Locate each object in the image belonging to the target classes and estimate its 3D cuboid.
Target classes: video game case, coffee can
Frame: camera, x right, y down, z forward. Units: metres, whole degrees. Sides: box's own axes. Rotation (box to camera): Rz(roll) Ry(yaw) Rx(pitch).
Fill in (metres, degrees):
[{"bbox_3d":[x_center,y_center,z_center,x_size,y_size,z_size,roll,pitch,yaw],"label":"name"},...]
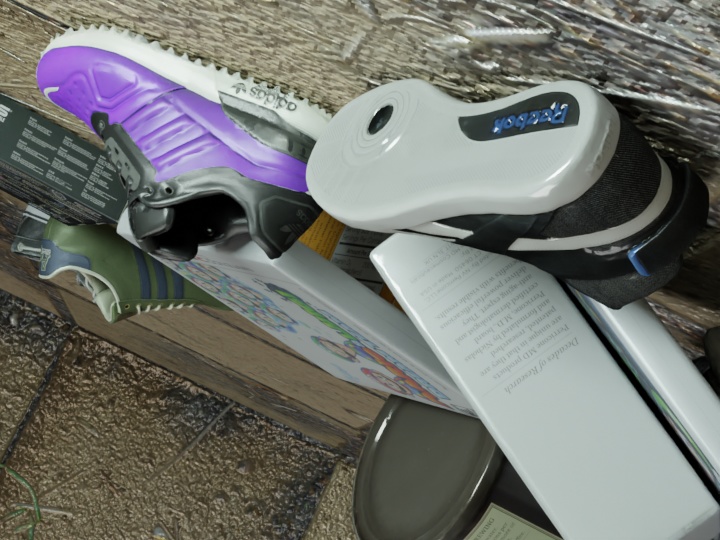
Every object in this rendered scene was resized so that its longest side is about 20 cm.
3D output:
[{"bbox_3d":[-0.027,0.026,1.077,0.200,0.024,0.182,35,166,-33],"label":"video game case"},{"bbox_3d":[0.143,0.053,0.880,0.201,0.023,0.182,56,-179,21],"label":"video game case"},{"bbox_3d":[0.115,0.155,1.168,0.199,0.147,0.146,29,169,-27],"label":"coffee can"}]

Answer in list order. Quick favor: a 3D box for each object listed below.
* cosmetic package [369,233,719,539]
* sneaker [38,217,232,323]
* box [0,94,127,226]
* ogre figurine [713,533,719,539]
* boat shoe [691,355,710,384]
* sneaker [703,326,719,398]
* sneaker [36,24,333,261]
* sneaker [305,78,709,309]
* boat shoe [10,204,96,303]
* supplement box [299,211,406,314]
[{"bbox_3d":[0.093,0.062,0.904,0.201,0.071,0.101,56,-179,17],"label":"cosmetic package"},{"bbox_3d":[-0.195,0.008,1.585,0.199,0.090,0.067,30,168,-29],"label":"sneaker"},{"bbox_3d":[-0.278,-0.098,1.373,0.199,0.044,0.160,29,170,-20],"label":"box"},{"bbox_3d":[0.266,0.169,0.963,0.120,0.098,0.200,35,180,-36],"label":"ogre figurine"},{"bbox_3d":[0.263,0.108,1.010,0.199,0.071,0.091,27,175,6],"label":"boat shoe"},{"bbox_3d":[0.228,0.064,0.861,0.200,0.099,0.078,-114,2,-72],"label":"sneaker"},{"bbox_3d":[-0.105,-0.060,0.961,0.199,0.100,0.070,20,167,27],"label":"sneaker"},{"bbox_3d":[0.065,-0.025,0.791,0.112,0.073,0.199,36,165,-31],"label":"sneaker"},{"bbox_3d":[-0.238,-0.005,1.691,0.198,0.068,0.074,23,170,15],"label":"boat shoe"},{"bbox_3d":[0.000,0.000,1.128,0.066,0.069,0.200,30,171,-31],"label":"supplement box"}]
